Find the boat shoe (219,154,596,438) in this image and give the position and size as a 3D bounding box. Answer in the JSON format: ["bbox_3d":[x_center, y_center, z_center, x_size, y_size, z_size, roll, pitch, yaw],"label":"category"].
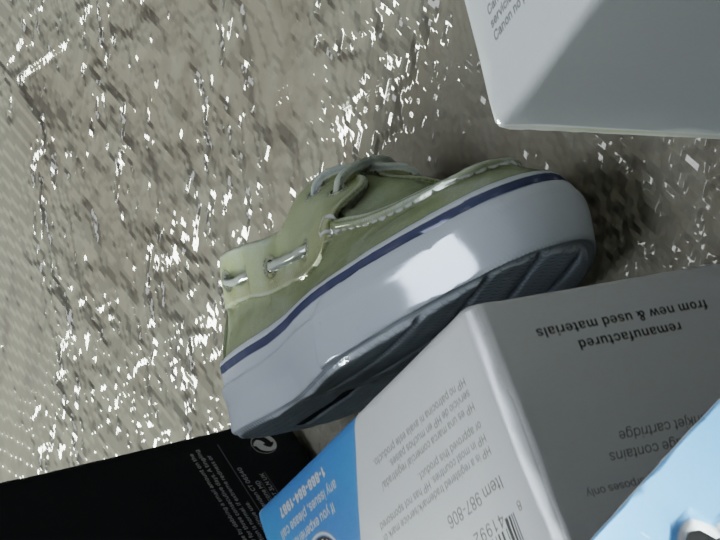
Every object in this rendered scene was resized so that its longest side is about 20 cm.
[{"bbox_3d":[0.000,0.000,0.819,0.200,0.072,0.062,-33,73,60],"label":"boat shoe"}]

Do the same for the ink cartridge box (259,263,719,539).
[{"bbox_3d":[0.064,0.121,0.733,0.145,0.084,0.200,-47,58,54],"label":"ink cartridge box"}]

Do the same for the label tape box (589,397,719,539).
[{"bbox_3d":[0.139,0.102,0.554,0.200,0.066,0.143,50,147,12],"label":"label tape box"}]

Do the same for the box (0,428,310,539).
[{"bbox_3d":[-0.092,0.154,0.950,0.079,0.141,0.200,56,143,35],"label":"box"}]

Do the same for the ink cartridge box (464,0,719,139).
[{"bbox_3d":[0.071,-0.149,0.607,0.144,0.084,0.200,126,138,-51],"label":"ink cartridge box"}]
